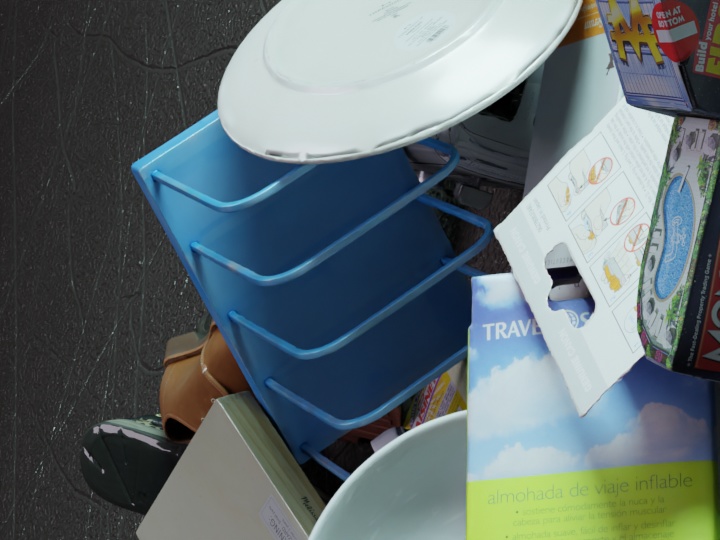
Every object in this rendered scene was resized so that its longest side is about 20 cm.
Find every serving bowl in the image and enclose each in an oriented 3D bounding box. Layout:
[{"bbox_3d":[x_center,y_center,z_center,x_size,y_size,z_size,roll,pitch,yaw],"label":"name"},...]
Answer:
[{"bbox_3d":[0.069,0.168,1.220,0.066,0.200,0.200,51,-143,-59],"label":"serving bowl"}]

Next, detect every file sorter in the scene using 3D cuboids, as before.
[{"bbox_3d":[0.000,0.000,1.354,0.123,0.139,0.200,24,146,61],"label":"file sorter"}]

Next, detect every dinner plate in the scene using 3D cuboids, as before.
[{"bbox_3d":[0.016,-0.125,1.291,0.200,0.200,0.024,-109,-7,-55],"label":"dinner plate"}]

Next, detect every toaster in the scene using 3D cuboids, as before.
[{"bbox_3d":[0.080,-0.136,1.424,0.129,0.114,0.200,27,100,66],"label":"toaster"}]

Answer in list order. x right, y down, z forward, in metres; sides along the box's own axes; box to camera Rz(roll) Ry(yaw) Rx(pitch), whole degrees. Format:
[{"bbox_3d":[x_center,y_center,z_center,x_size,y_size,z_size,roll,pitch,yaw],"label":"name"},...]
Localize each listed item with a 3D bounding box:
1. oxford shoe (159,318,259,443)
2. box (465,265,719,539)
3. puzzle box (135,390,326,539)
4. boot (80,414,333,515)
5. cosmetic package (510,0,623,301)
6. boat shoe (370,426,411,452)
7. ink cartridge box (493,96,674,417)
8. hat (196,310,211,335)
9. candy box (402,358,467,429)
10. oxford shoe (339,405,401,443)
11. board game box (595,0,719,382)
[{"bbox_3d":[-0.071,0.069,1.537,0.200,0.071,0.071,148,137,-65],"label":"oxford shoe"},{"bbox_3d":[0.111,0.095,1.174,0.048,0.122,0.200,55,-147,-59],"label":"box"},{"bbox_3d":[-0.045,0.183,1.407,0.200,0.025,0.133,55,135,23],"label":"puzzle box"},{"bbox_3d":[-0.063,0.131,1.677,0.154,0.204,0.074,-24,-51,-61],"label":"boot"},{"bbox_3d":[0.138,-0.073,1.281,0.101,0.071,0.200,170,111,-69],"label":"cosmetic package"},{"bbox_3d":[0.069,0.119,1.360,0.068,0.072,0.200,-42,23,-6],"label":"boat shoe"},{"bbox_3d":[0.160,-0.038,1.145,0.200,0.050,0.161,-49,30,18],"label":"ink cartridge box"},{"bbox_3d":[-0.015,-0.013,1.627,0.201,0.081,0.201,-46,18,20],"label":"hat"},{"bbox_3d":[0.038,0.141,1.491,0.102,0.026,0.200,-115,42,-60],"label":"candy box"},{"bbox_3d":[-0.010,0.064,1.580,0.200,0.071,0.074,162,126,-77],"label":"oxford shoe"},{"bbox_3d":[0.172,-0.053,0.985,0.062,0.200,0.200,-164,87,-70],"label":"board game box"}]
